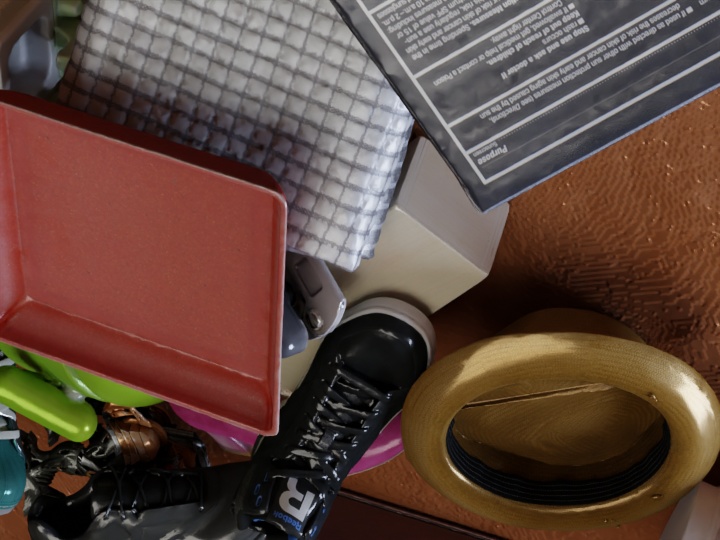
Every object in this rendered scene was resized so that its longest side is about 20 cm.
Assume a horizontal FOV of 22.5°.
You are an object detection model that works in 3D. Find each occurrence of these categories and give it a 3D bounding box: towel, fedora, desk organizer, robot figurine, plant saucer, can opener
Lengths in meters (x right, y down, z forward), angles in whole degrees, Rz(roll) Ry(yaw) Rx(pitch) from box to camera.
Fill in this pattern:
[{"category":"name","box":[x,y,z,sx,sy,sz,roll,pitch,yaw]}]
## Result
[{"category":"towel","box":[-0.062,-0.110,1.032,0.199,0.086,0.166,22,108,8]},{"category":"fedora","box":[0.126,0.082,1.142,0.199,0.082,0.201,3,133,3]},{"category":"desk organizer","box":[0.010,0.224,1.348,0.199,0.077,0.072,15,135,15]},{"category":"robot figurine","box":[-0.173,0.024,1.209,0.199,0.176,0.116,16,165,47]},{"category":"plant saucer","box":[-0.129,-0.010,1.033,0.199,0.037,0.200,19,137,13]},{"category":"can opener","box":[-0.078,-0.042,1.101,0.053,0.067,0.201,-39,79,46]}]

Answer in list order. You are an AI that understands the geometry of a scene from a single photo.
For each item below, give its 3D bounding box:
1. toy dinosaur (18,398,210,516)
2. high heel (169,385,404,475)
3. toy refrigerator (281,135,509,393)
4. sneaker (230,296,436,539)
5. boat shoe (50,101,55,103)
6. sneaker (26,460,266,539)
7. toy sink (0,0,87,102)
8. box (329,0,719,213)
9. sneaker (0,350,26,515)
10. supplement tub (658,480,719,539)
[{"category":"toy dinosaur","box":[-0.185,0.121,1.369,0.135,0.102,0.201,-5,110,13]},{"category":"high heel","box":[-0.053,0.089,1.266,0.199,0.068,0.096,3,143,43]},{"category":"toy refrigerator","box":[0.000,0.000,1.154,0.076,0.070,0.200,36,138,-17]},{"category":"sneaker","box":[-0.019,0.110,1.141,0.073,0.112,0.200,28,138,-9]},{"category":"boat shoe","box":[-0.165,-0.059,1.108,0.057,0.199,0.069,44,119,36]},{"category":"sneaker","box":[-0.150,0.177,1.315,0.199,0.076,0.091,-20,131,10]},{"category":"toy sink","box":[-0.240,-0.135,1.123,0.199,0.112,0.131,17,136,13]},{"category":"box","box":[0.089,-0.170,0.871,0.199,0.123,0.199,-28,114,20]},{"category":"sneaker","box":[-0.282,0.076,1.312,0.080,0.071,0.201,-42,63,31]},{"category":"supplement tub","box":[0.282,0.231,1.161,0.199,0.145,0.145,25,137,6]}]
